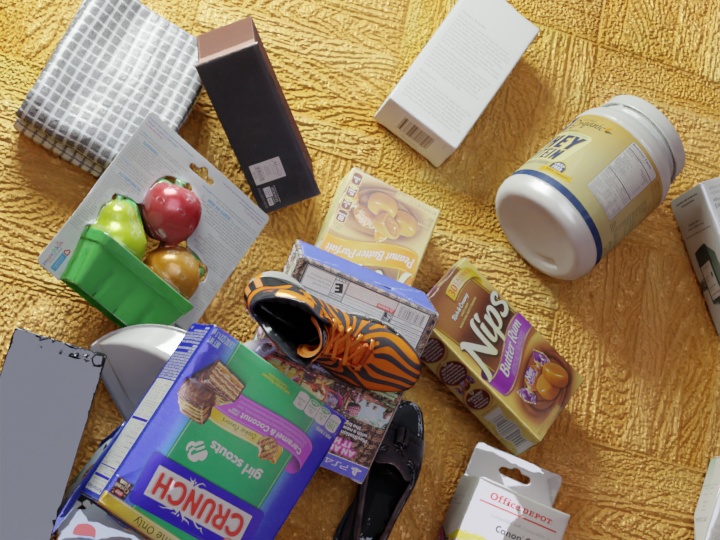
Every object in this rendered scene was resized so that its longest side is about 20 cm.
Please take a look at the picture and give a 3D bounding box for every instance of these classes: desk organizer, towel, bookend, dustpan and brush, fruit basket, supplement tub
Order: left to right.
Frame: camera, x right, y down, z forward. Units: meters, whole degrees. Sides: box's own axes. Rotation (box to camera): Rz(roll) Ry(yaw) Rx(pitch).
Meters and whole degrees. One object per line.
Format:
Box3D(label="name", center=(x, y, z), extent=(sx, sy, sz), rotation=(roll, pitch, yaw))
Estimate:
Box3D(label="bookend", center=(-0.329, 0.172, 1.490), extent=(0.092, 0.199, 0.201), rotation=(18, 77, -11))
Box3D(label="towel", center=(-0.264, -0.204, 1.664), extent=(0.165, 0.086, 0.201), rotation=(29, 68, -9))
Box3D(label="fruit basket", center=(-0.218, -0.034, 1.611), extent=(0.185, 0.094, 0.201), rotation=(41, 70, -27))
Box3D(label="dustpan and brush", center=(-0.169, 0.105, 1.552), extent=(0.057, 0.199, 0.140), rotation=(-42, 111, -49))
Box3D(label="desk organizer", center=(-0.113, -0.170, 1.670), extent=(0.071, 0.077, 0.201), rotation=(-19, 124, 5))
Box3D(label="supplement tub", center=(0.270, -0.099, 1.770), extent=(0.200, 0.144, 0.145), rotation=(-41, 89, -23))

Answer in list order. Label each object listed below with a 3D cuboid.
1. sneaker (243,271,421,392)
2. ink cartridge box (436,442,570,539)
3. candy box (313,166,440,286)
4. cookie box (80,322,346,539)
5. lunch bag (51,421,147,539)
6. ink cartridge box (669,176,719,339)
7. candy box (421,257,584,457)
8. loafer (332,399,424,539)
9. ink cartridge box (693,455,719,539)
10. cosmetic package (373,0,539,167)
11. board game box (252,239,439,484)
Box3D(label="sneaker", center=(-0.028, 0.075, 1.489), extent=(0.199, 0.112, 0.078), rotation=(25, 98, -10))
Box3D(label="ink cartridge box", center=(0.148, 0.298, 1.644), extent=(0.116, 0.067, 0.201), rotation=(23, 80, -9))
Box3D(label="candy box", center=(0.000, 0.000, 1.705), extent=(0.115, 0.055, 0.201), rotation=(25, 69, -9))
Box3D(label="cookie box", center=(-0.140, 0.180, 1.460), extent=(0.171, 0.075, 0.201), rotation=(37, 76, -17))
Box3D(label="lunch bag", center=(-0.240, 0.285, 1.516), extent=(0.170, 0.124, 0.200), rotation=(36, 61, -7))
Box3D(label="ink cartridge box", center=(0.486, -0.019, 1.848), extent=(0.145, 0.084, 0.201), rotation=(-16, 81, -20))
Box3D(label="candy box", center=(0.146, 0.097, 1.707), extent=(0.200, 0.056, 0.117), rotation=(45, 49, -1))
Box3D(label="loafer", center=(0.030, 0.231, 1.645), extent=(0.072, 0.063, 0.201), rotation=(25, 69, -9))
Box3D(label="ink cartridge box", center=(0.458, 0.337, 1.763), extent=(0.160, 0.050, 0.201), rotation=(25, 73, -10))
Box3D(label="cosmetic package", center=(0.114, -0.234, 1.798), extent=(0.101, 0.071, 0.200), rotation=(38, 68, -4))
Box3D(label="board game box", center=(-0.033, 0.094, 1.600), extent=(0.159, 0.097, 0.201), rotation=(23, 99, -9))
